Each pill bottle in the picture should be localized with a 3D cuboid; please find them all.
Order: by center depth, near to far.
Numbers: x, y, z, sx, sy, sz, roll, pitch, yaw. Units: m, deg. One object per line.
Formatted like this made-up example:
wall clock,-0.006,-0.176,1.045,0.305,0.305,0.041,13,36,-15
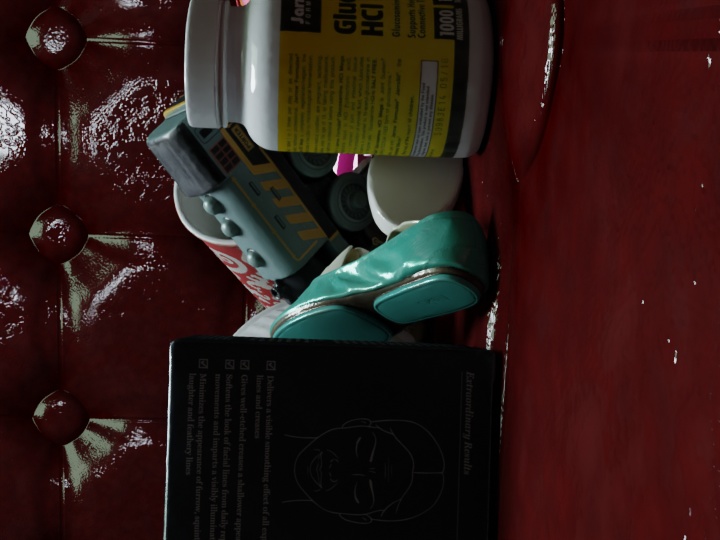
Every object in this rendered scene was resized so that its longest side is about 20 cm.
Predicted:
pill bottle,-0.016,-0.136,0.727,0.112,0.197,0.114,-179,90,-86

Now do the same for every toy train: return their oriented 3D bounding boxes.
toy train,-0.072,-0.069,0.823,0.085,0.114,0.201,-4,128,55

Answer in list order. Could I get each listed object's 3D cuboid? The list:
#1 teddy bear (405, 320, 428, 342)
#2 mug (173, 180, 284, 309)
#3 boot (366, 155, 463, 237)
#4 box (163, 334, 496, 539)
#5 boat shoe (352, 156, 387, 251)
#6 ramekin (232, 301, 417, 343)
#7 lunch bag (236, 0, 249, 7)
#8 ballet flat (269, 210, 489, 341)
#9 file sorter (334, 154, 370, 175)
teddy bear,0.025,0.056,1.030,0.201,0.066,0.147,-95,10,-57
mug,-0.065,-0.055,1.012,0.179,0.132,0.200,-64,-25,-19
boot,0.043,-0.074,0.843,0.091,0.072,0.201,94,-175,-46
box,-0.021,0.119,0.683,0.107,0.197,0.151,150,123,-87
boat shoe,0.002,0.001,0.956,0.072,0.060,0.204,23,-98,-53
ramekin,-0.024,0.118,0.853,0.105,0.197,0.203,158,114,-76
lunch bag,-0.034,-0.231,1.018,0.176,0.081,0.202,-38,72,37
ballet flat,0.014,0.010,0.742,0.199,0.067,0.071,-24,43,44
file sorter,-0.026,-0.170,1.162,0.125,0.138,0.203,-16,-72,-54
